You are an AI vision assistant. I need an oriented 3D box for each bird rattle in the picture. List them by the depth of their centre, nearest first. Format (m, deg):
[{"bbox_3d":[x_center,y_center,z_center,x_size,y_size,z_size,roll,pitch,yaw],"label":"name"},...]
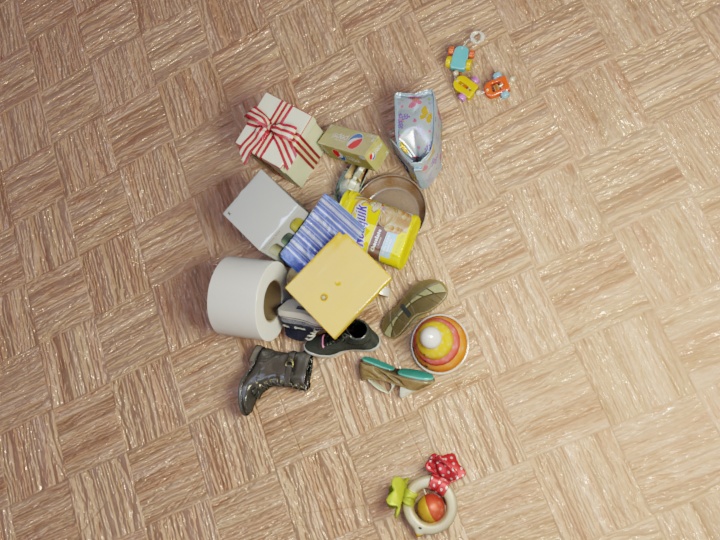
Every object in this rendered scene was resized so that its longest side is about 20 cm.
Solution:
[{"bbox_3d":[0.159,0.521,1.558,0.198,0.113,0.165,-23,83,-3],"label":"bird rattle"}]

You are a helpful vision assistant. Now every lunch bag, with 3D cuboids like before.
[{"bbox_3d":[0.143,-0.326,1.698,0.125,0.170,0.203,-4,77,14],"label":"lunch bag"}]

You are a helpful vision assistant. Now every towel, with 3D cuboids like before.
[{"bbox_3d":[-0.097,-0.071,1.667,0.145,0.024,0.201,41,101,18],"label":"towel"}]

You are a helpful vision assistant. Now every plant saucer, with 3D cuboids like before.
[{"bbox_3d":[0.077,-0.148,1.748,0.198,0.037,0.203,-4,76,16],"label":"plant saucer"}]

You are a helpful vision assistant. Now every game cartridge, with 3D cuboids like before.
[{"bbox_3d":[-0.052,0.032,1.606,0.200,0.032,0.176,-45,75,-4],"label":"game cartridge"}]

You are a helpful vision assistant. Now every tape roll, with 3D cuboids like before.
[{"bbox_3d":[-0.281,0.071,1.715,0.137,0.203,0.206,6,79,17],"label":"tape roll"}]

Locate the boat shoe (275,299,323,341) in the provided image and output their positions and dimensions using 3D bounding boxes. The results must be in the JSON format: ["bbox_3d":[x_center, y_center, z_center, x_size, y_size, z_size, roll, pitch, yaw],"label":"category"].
[{"bbox_3d":[-0.117,0.134,1.686,0.198,0.094,0.075,11,37,35],"label":"boat shoe"}]

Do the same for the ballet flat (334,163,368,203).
[{"bbox_3d":[-0.012,-0.250,1.775,0.069,0.071,0.202,27,84,-13],"label":"ballet flat"}]

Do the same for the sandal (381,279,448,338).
[{"bbox_3d":[0.136,0.095,1.670,0.200,0.054,0.081,-44,63,19],"label":"sandal"}]

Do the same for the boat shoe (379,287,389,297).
[{"bbox_3d":[0.000,0.000,1.718,0.199,0.071,0.070,31,89,22],"label":"boat shoe"}]

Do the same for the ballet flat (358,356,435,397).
[{"bbox_3d":[0.084,0.268,1.640,0.197,0.068,0.073,12,101,19],"label":"ballet flat"}]

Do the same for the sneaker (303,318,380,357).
[{"bbox_3d":[-0.054,0.162,1.673,0.197,0.100,0.072,-6,57,11],"label":"sneaker"}]

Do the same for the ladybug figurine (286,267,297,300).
[{"bbox_3d":[-0.100,0.046,1.725,0.198,0.072,0.137,26,113,17],"label":"ladybug figurine"}]

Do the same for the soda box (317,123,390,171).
[{"bbox_3d":[-0.020,-0.320,1.743,0.199,0.064,0.068,26,78,45],"label":"soda box"}]

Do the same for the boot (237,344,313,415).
[{"bbox_3d":[-0.211,0.283,1.712,0.172,0.069,0.203,9,73,18],"label":"boot"}]

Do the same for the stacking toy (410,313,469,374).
[{"bbox_3d":[0.171,0.160,1.561,0.144,0.200,0.148,-4,76,15],"label":"stacking toy"}]

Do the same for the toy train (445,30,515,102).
[{"bbox_3d":[0.307,-0.513,1.758,0.149,0.056,0.202,-25,75,8],"label":"toy train"}]

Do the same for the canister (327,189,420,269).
[{"bbox_3d":[0.035,-0.101,1.685,0.198,0.087,0.150,21,86,19],"label":"canister"}]

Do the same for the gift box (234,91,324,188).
[{"bbox_3d":[-0.209,-0.334,1.796,0.183,0.187,0.202,25,84,20],"label":"gift box"}]

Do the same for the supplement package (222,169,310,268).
[{"bbox_3d":[-0.220,-0.129,1.744,0.151,0.200,0.152,43,92,21],"label":"supplement package"}]
